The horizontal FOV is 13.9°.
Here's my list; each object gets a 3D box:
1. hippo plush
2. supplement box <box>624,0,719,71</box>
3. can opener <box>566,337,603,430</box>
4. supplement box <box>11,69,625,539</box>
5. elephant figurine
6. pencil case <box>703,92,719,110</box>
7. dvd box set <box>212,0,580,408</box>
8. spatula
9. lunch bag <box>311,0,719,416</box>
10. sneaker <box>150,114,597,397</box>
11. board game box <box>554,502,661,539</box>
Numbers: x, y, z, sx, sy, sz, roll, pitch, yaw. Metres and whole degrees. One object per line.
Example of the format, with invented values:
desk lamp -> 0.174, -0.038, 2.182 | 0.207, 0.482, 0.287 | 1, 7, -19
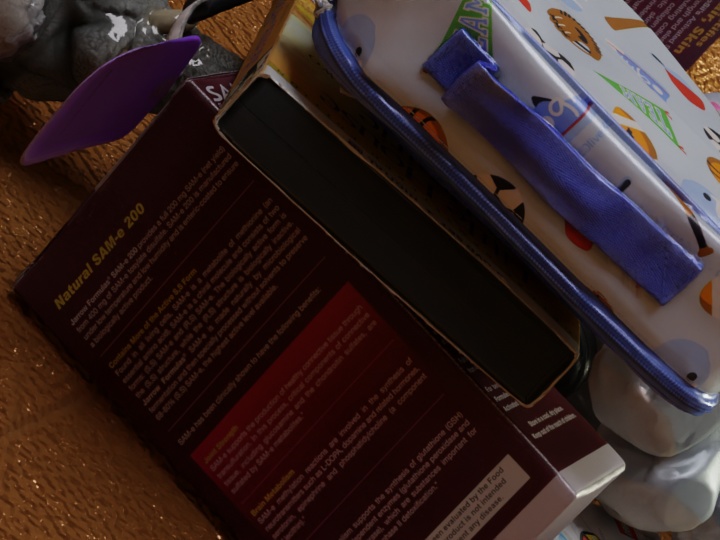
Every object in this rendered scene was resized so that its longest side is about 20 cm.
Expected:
hippo plush -> 0.139, 0.006, 1.188 | 0.159, 0.201, 0.161 | -8, 36, -22
supplement box -> 0.080, -0.161, 1.492 | 0.200, 0.131, 0.103 | 25, 29, -34
can opener -> 0.071, 0.008, 1.293 | 0.200, 0.053, 0.066 | 48, 26, 13
supplement box -> -0.016, 0.037, 1.047 | 0.200, 0.109, 0.061 | 47, 22, 10
elephant figurine -> -0.132, -0.108, 1.110 | 0.200, 0.141, 0.156 | -7, 87, -64
pencil case -> 0.167, -0.023, 1.448 | 0.090, 0.083, 0.200 | 11, 21, 14
dvd box set -> 0.019, -0.038, 1.064 | 0.146, 0.029, 0.200 | 42, 16, -7
spatula -> -0.060, -0.086, 1.054 | 0.021, 0.057, 0.200 | 42, 32, -1
lunch bag -> 0.068, -0.047, 1.011 | 0.200, 0.076, 0.160 | 43, 17, -7
sneaker -> 0.002, -0.002, 1.204 | 0.200, 0.060, 0.104 | 39, 23, 4
board game box -> 0.089, 0.158, 1.094 | 0.126, 0.035, 0.200 | 26, 29, -34
